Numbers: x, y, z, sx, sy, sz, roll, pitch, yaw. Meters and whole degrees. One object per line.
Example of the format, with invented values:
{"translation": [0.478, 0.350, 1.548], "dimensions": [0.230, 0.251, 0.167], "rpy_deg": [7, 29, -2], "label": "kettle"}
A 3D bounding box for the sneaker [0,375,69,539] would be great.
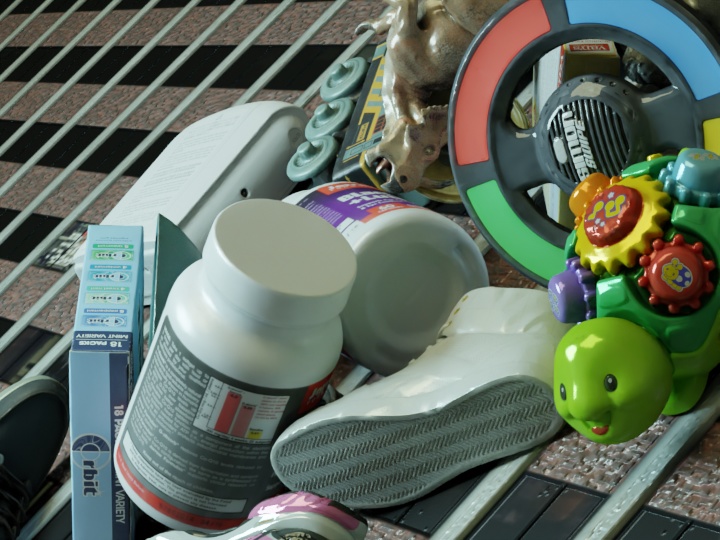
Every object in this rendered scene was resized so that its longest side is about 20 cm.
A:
{"translation": [-0.267, 0.172, 1.851], "dimensions": [0.200, 0.075, 0.106], "rpy_deg": [-55, 29, -13], "label": "sneaker"}

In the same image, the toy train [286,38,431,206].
{"translation": [0.019, -0.107, 1.898], "dimensions": [0.114, 0.085, 0.201], "rpy_deg": [-22, 30, 31], "label": "toy train"}

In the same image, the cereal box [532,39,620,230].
{"translation": [0.141, -0.113, 1.644], "dimensions": [0.039, 0.145, 0.200], "rpy_deg": [0, 27, -2], "label": "cereal box"}

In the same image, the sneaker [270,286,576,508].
{"translation": [0.045, 0.075, 1.527], "dimensions": [0.199, 0.074, 0.116], "rpy_deg": [-17, 28, 25], "label": "sneaker"}

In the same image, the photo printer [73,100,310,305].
{"translation": [-0.131, -0.061, 2.071], "dimensions": [0.166, 0.070, 0.200], "rpy_deg": [-10, 35, 52], "label": "photo printer"}

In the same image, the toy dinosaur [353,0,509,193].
{"translation": [0.070, -0.156, 1.675], "dimensions": [0.200, 0.136, 0.086], "rpy_deg": [-45, -11, 19], "label": "toy dinosaur"}

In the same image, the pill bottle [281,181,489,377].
{"translation": [0.000, 0.000, 1.680], "dimensions": [0.111, 0.112, 0.200], "rpy_deg": [-43, 22, -9], "label": "pill bottle"}

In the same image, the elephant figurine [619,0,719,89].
{"translation": [0.219, -0.161, 1.632], "dimensions": [0.142, 0.154, 0.201], "rpy_deg": [114, 158, -53], "label": "elephant figurine"}

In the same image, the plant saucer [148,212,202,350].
{"translation": [-0.132, 0.061, 1.745], "dimensions": [0.036, 0.201, 0.200], "rpy_deg": [4, 24, -5], "label": "plant saucer"}

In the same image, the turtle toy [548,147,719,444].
{"translation": [0.163, 0.012, 1.390], "dimensions": [0.145, 0.101, 0.201], "rpy_deg": [-15, 49, 42], "label": "turtle toy"}

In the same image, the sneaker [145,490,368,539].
{"translation": [-0.087, 0.202, 1.484], "dimensions": [0.200, 0.080, 0.087], "rpy_deg": [-31, 33, 35], "label": "sneaker"}

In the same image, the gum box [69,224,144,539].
{"translation": [-0.176, 0.086, 1.738], "dimensions": [0.044, 0.171, 0.200], "rpy_deg": [1, 26, -4], "label": "gum box"}

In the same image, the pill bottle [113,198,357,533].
{"translation": [-0.077, 0.062, 1.568], "dimensions": [0.116, 0.115, 0.201], "rpy_deg": [-74, 6, -55], "label": "pill bottle"}

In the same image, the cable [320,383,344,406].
{"translation": [-0.071, 0.084, 1.715], "dimensions": [0.097, 0.050, 0.200], "rpy_deg": [-43, 20, -1], "label": "cable"}

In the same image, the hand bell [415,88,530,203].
{"translation": [0.073, -0.144, 1.842], "dimensions": [0.104, 0.104, 0.200], "rpy_deg": [-32, 25, 19], "label": "hand bell"}

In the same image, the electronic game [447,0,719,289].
{"translation": [0.144, -0.080, 1.504], "dimensions": [0.199, 0.201, 0.042], "rpy_deg": [-26, -1, 30], "label": "electronic game"}
